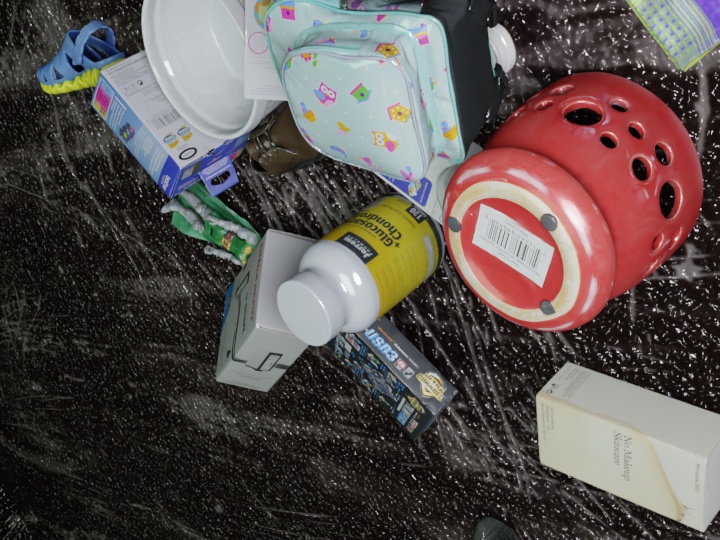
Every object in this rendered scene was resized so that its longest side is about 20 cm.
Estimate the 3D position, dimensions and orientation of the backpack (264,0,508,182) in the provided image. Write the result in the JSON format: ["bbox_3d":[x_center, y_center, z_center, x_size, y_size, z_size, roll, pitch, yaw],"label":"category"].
[{"bbox_3d":[0.010,-0.184,0.899,0.198,0.154,0.177,23,151,32],"label":"backpack"}]

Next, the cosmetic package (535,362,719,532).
[{"bbox_3d":[0.292,0.185,1.089,0.198,0.073,0.105,18,130,40],"label":"cosmetic package"}]

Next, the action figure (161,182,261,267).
[{"bbox_3d":[-0.202,-0.058,1.459,0.199,0.055,0.119,34,136,19],"label":"action figure"}]

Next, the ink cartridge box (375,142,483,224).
[{"bbox_3d":[0.048,-0.140,1.129,0.199,0.039,0.100,38,141,18],"label":"ink cartridge box"}]

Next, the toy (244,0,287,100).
[{"bbox_3d":[-0.065,-0.286,1.085,0.113,0.047,0.203,4,109,5],"label":"toy"}]

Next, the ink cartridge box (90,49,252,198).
[{"bbox_3d":[-0.234,-0.190,1.316,0.200,0.136,0.076,48,145,8],"label":"ink cartridge box"}]

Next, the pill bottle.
[{"bbox_3d":[0.000,0.000,1.154,0.111,0.199,0.113,26,134,30],"label":"pill bottle"}]

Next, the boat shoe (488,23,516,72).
[{"bbox_3d":[0.067,-0.206,1.030,0.198,0.069,0.072,1,120,47],"label":"boat shoe"}]

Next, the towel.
[{"bbox_3d":[0.278,-0.262,0.795,0.144,0.023,0.200,52,143,1],"label":"towel"}]

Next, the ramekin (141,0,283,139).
[{"bbox_3d":[-0.156,-0.268,1.197,0.199,0.105,0.202,28,137,30],"label":"ramekin"}]

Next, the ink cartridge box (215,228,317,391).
[{"bbox_3d":[-0.125,0.057,1.367,0.083,0.148,0.200,14,149,-17],"label":"ink cartridge box"}]

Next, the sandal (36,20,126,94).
[{"bbox_3d":[-0.405,-0.309,1.469,0.198,0.079,0.088,-3,113,39],"label":"sandal"}]

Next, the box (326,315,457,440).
[{"bbox_3d":[0.027,0.116,1.289,0.198,0.050,0.200,45,165,10],"label":"box"}]

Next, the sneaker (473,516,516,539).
[{"bbox_3d":[0.169,0.418,1.408,0.090,0.075,0.203,25,133,42],"label":"sneaker"}]

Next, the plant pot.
[{"bbox_3d":[0.185,-0.055,0.930,0.199,0.182,0.203,30,139,29],"label":"plant pot"}]

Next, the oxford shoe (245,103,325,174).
[{"bbox_3d":[-0.088,-0.151,1.187,0.074,0.083,0.200,68,159,7],"label":"oxford shoe"}]

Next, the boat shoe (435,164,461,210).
[{"bbox_3d":[0.134,-0.024,1.078,0.201,0.071,0.063,52,149,-19],"label":"boat shoe"}]
